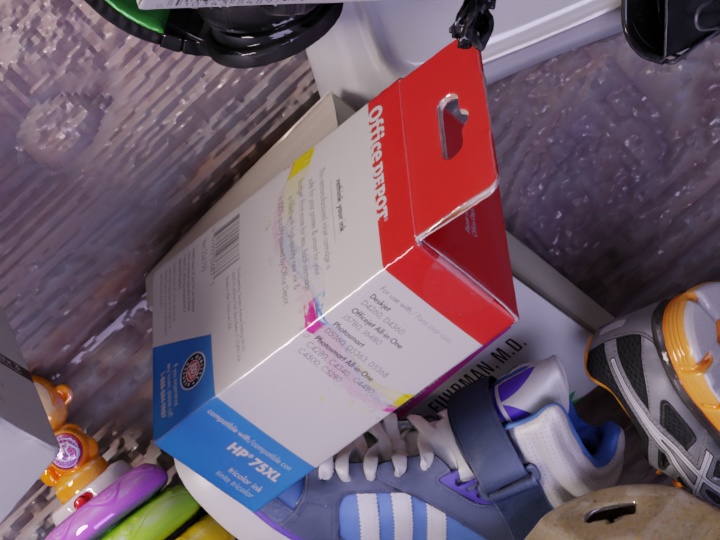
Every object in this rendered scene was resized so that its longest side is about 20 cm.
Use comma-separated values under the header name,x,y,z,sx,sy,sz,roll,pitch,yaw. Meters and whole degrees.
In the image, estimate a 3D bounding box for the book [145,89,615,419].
name,x,y,z,sx,sy,sz,roll,pitch,yaw
book,0.013,0.022,1.343,0.200,0.048,0.133,36,116,-29

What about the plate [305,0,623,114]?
name,x,y,z,sx,sy,sz,roll,pitch,yaw
plate,0.055,-0.171,1.273,0.199,0.032,0.201,-23,121,-5

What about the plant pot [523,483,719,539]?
name,x,y,z,sx,sy,sz,roll,pitch,yaw
plant pot,0.144,0.202,1.309,0.200,0.201,0.184,-30,137,-2

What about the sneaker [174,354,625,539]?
name,x,y,z,sx,sy,sz,roll,pitch,yaw
sneaker,0.029,0.080,1.322,0.199,0.081,0.147,27,114,-23

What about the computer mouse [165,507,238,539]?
name,x,y,z,sx,sy,sz,roll,pitch,yaw
computer mouse,-0.074,0.188,1.402,0.199,0.046,0.141,-28,119,-3

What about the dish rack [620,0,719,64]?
name,x,y,z,sx,sy,sz,roll,pitch,yaw
dish rack,0.204,-0.153,1.214,0.054,0.199,0.155,-18,117,-39

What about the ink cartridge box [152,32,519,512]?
name,x,y,z,sx,sy,sz,roll,pitch,yaw
ink cartridge box,0.000,0.000,1.217,0.200,0.117,0.067,-37,124,25

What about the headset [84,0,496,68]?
name,x,y,z,sx,sy,sz,roll,pitch,yaw
headset,-0.038,-0.137,1.203,0.198,0.094,0.124,9,130,0

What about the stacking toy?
name,x,y,z,sx,sy,sz,roll,pitch,yaw
stacking toy,-0.105,0.131,1.318,0.116,0.110,0.200,-37,89,11

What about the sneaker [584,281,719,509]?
name,x,y,z,sx,sy,sz,roll,pitch,yaw
sneaker,0.179,0.085,1.342,0.077,0.078,0.201,-10,126,37

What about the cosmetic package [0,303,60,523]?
name,x,y,z,sx,sy,sz,roll,pitch,yaw
cosmetic package,-0.210,0.032,1.190,0.113,0.200,0.081,36,102,-32

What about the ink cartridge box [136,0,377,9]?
name,x,y,z,sx,sy,sz,roll,pitch,yaw
ink cartridge box,-0.006,-0.210,1.158,0.198,0.041,0.202,-4,75,-16
